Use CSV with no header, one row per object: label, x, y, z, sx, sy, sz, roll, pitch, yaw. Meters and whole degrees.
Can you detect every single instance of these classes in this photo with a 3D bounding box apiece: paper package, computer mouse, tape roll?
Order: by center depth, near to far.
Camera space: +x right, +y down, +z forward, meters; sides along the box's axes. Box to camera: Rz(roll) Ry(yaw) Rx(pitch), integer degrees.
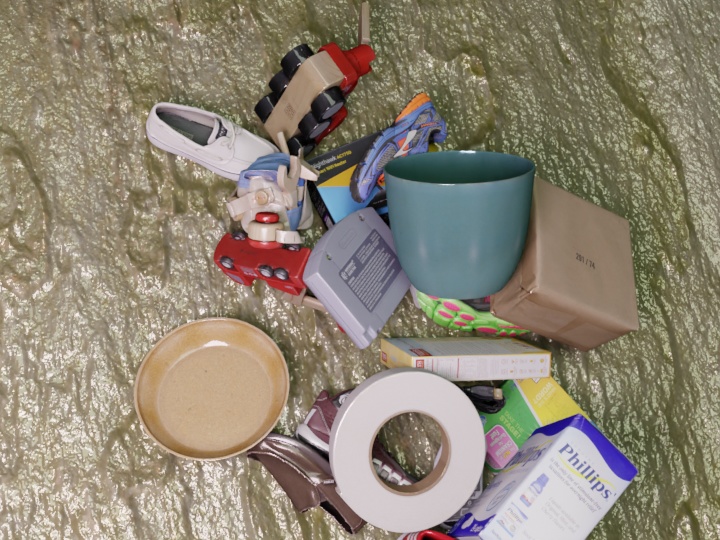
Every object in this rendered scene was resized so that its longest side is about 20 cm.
tape roll,0.058,0.224,1.348,0.199,0.037,0.207,-1,95,-11
computer mouse,0.128,0.243,1.428,0.108,0.044,0.204,3,103,-27
paper package,0.283,-0.007,1.515,0.198,0.103,0.194,21,57,-28

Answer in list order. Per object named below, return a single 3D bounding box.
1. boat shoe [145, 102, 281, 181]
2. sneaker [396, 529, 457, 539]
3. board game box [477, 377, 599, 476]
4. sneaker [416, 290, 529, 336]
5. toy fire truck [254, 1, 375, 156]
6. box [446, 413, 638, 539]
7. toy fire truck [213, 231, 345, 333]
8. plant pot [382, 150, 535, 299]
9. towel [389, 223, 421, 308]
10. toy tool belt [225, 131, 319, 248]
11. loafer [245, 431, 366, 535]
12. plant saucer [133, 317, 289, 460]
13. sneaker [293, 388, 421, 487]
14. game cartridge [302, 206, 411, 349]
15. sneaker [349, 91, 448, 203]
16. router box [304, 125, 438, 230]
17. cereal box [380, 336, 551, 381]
boat shoe,-0.200,-0.184,1.500,0.197,0.066,0.073,22,67,-7
sneaker,0.123,0.413,1.361,0.200,0.116,0.078,46,67,4
board game box,0.252,0.244,1.497,0.200,0.040,0.153,47,66,3
sneaker,0.164,0.039,1.528,0.197,0.077,0.085,13,62,-25
toy fire truck,-0.041,-0.274,1.525,0.199,0.176,0.129,-32,81,-34
box,0.222,0.294,1.353,0.105,0.184,0.200,44,74,4
toy fire truck,-0.088,0.017,1.444,0.197,0.141,0.049,11,63,30
plant pot,0.130,-0.058,1.414,0.197,0.200,0.164,-9,109,-18
towel,0.140,-0.049,1.540,0.198,0.024,0.149,-26,110,-23
toy tool belt,-0.116,-0.110,1.414,0.122,0.200,0.125,3,104,1
loafer,-0.066,0.273,1.378,0.198,0.073,0.072,30,67,-4
plant saucer,-0.188,0.156,1.379,0.196,0.036,0.203,0,57,0
sneaker,0.019,0.219,1.422,0.198,0.076,0.117,28,63,-4
game cartridge,0.000,0.000,1.407,0.134,0.041,0.200,54,33,-10
sneaker,0.057,-0.164,1.508,0.078,0.075,0.201,40,66,0
router box,0.031,-0.118,1.550,0.198,0.051,0.151,-25,78,-22
cereal box,0.138,0.118,1.452,0.196,0.144,0.040,-1,96,-15
